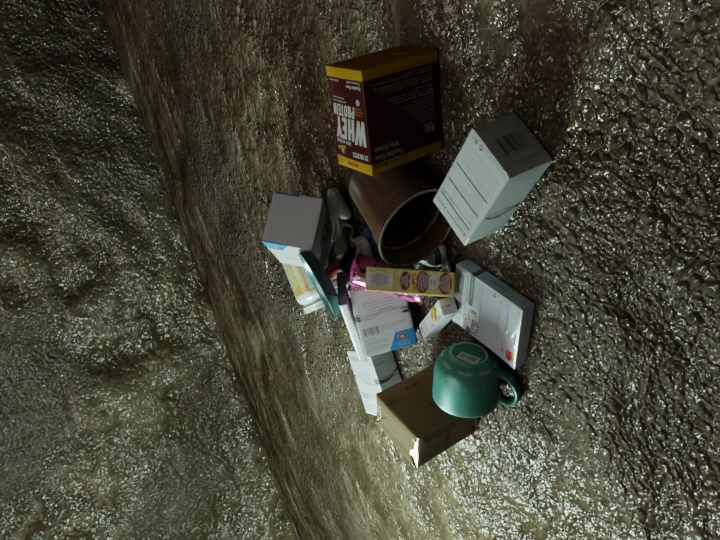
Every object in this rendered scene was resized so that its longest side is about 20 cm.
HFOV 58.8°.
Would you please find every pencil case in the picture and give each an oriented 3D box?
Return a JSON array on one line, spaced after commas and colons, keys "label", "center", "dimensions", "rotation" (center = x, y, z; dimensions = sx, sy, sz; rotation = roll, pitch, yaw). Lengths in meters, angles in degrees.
[{"label": "pencil case", "center": [0.070, 0.024, 1.535], "dimensions": [0.094, 0.194, 0.094], "rotation": [-34, -43, -84]}]

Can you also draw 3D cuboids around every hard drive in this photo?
[{"label": "hard drive", "center": [-0.023, 0.122, 1.696], "dimensions": [0.134, 0.026, 0.204], "rotation": [-97, -8, -52]}]

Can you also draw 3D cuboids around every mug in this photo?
[{"label": "mug", "center": [0.252, 0.232, 1.425], "dimensions": [0.153, 0.179, 0.118], "rotation": [-116, 24, -61]}]

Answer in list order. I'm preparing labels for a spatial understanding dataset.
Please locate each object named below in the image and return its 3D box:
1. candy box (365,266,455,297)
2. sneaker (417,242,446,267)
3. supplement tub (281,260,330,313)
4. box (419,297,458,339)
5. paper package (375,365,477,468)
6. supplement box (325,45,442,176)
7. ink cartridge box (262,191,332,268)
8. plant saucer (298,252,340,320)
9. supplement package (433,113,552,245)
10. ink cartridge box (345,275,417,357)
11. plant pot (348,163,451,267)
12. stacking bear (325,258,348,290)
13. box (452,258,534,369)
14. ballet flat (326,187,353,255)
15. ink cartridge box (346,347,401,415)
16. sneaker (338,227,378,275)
[{"label": "candy box", "center": [0.109, 0.024, 1.425], "dimensions": [0.115, 0.193, 0.057], "rotation": [-11, -74, -87]}, {"label": "sneaker", "center": [0.121, -0.038, 1.510], "dimensions": [0.198, 0.086, 0.078], "rotation": [9, 116, 57]}, {"label": "supplement tub", "center": [-0.152, 0.016, 1.970], "dimensions": [0.144, 0.142, 0.205], "rotation": [-23, 89, 62]}, {"label": "box", "center": [0.182, 0.114, 1.506], "dimensions": [0.201, 0.040, 0.040], "rotation": [108, 148, -68]}, {"label": "paper package", "center": [0.162, 0.357, 1.596], "dimensions": [0.190, 0.196, 0.106], "rotation": [39, 141, 43]}, {"label": "supplement box", "center": [0.052, -0.331, 1.309], "dimensions": [0.132, 0.194, 0.206], "rotation": [28, 134, 49]}, {"label": "ink cartridge box", "center": [-0.168, -0.106, 1.785], "dimensions": [0.200, 0.142, 0.151], "rotation": [65, -144, -73]}, {"label": "plant saucer", "center": [-0.100, 0.035, 1.681], "dimensions": [0.203, 0.035, 0.201], "rotation": [59, 172, 13]}, {"label": "supplement package", "center": [0.238, -0.165, 1.180], "dimensions": [0.119, 0.115, 0.202], "rotation": [56, 150, 20]}, {"label": "ink cartridge box", "center": [0.054, 0.100, 1.647], "dimensions": [0.086, 0.142, 0.206], "rotation": [-90, -15, -78]}, {"label": "plant pot", "center": [0.080, -0.150, 1.413], "dimensions": [0.200, 0.195, 0.204], "rotation": [54, 150, 39]}, {"label": "stacking bear", "center": [-0.025, 0.075, 1.827], "dimensions": [0.204, 0.119, 0.114], "rotation": [64, -166, -14]}, {"label": "box", "center": [0.278, 0.090, 1.368], "dimensions": [0.199, 0.040, 0.160], "rotation": [40, 142, 44]}, {"label": "ballet flat", "center": [-0.049, -0.137, 1.782], "dimensions": [0.071, 0.070, 0.205], "rotation": [32, 137, 47]}, {"label": "ink cartridge box", "center": [0.051, 0.319, 1.883], "dimensions": [0.145, 0.082, 0.206], "rotation": [-4, 105, 61]}, {"label": "sneaker", "center": [0.000, -0.001, 1.719], "dimensions": [0.080, 0.113, 0.205], "rotation": [12, 119, 58]}]
